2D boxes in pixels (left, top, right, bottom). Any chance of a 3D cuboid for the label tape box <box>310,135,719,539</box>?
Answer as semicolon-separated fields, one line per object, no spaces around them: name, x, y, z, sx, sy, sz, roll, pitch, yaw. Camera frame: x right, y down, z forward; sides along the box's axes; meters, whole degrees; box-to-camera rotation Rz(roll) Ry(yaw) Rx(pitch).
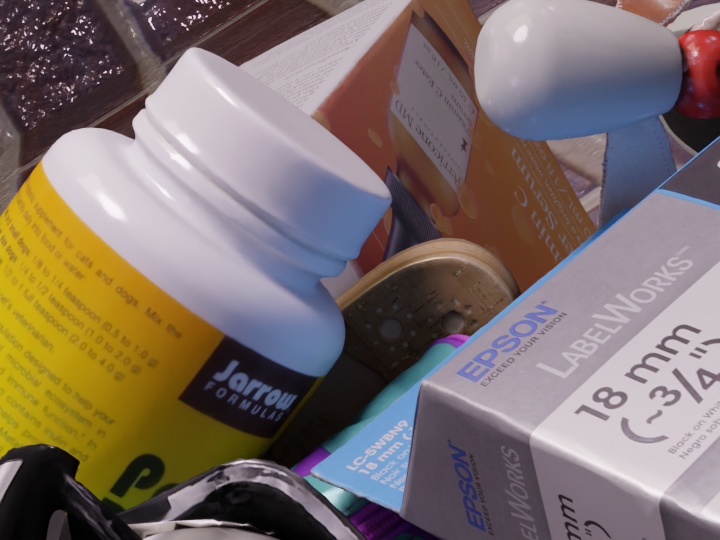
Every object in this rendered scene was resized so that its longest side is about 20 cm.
label tape box;0.092;0.023;0.665;0.144;0.064;0.200;-38;39;-27

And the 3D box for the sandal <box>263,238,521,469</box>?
sandal;-0.032;0.076;0.822;0.212;0.078;0.070;-45;8;17

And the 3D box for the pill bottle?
pill bottle;-0.080;0.034;0.776;0.200;0.109;0.109;-53;10;9

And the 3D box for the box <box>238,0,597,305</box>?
box;0.000;0.000;0.945;0.106;0.153;0.200;-24;15;27

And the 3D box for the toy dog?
toy dog;0.123;-0.063;0.806;0.132;0.199;0.096;-66;23;-5

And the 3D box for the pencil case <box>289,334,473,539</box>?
pencil case;-0.020;0.103;0.740;0.200;0.085;0.093;-36;-20;-22

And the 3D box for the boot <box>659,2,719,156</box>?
boot;0.214;-0.090;0.937;0.199;0.073;0.144;6;36;46

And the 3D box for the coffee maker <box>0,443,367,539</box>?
coffee maker;-0.079;0.152;0.507;0.192;0.135;0.200;-52;-1;23
